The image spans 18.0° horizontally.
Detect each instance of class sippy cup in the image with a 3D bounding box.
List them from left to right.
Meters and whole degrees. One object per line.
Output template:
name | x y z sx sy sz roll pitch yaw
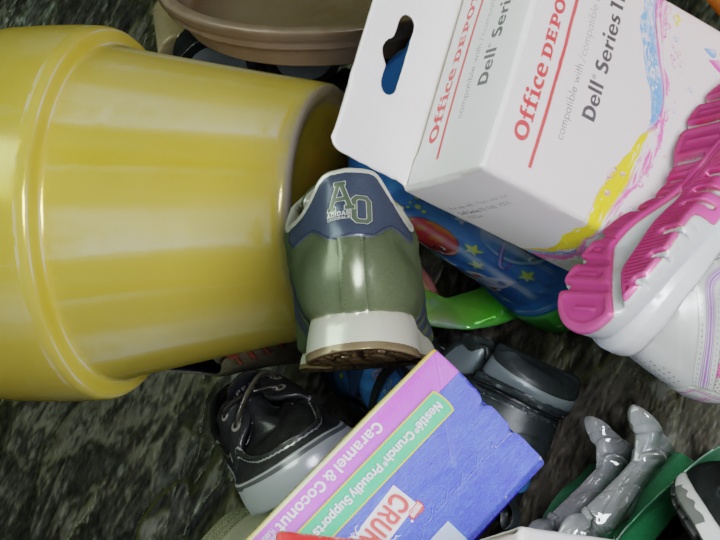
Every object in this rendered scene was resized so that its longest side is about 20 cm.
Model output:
sippy cup | 0.069 -0.054 1.137 0.140 0.130 0.178 14 80 63

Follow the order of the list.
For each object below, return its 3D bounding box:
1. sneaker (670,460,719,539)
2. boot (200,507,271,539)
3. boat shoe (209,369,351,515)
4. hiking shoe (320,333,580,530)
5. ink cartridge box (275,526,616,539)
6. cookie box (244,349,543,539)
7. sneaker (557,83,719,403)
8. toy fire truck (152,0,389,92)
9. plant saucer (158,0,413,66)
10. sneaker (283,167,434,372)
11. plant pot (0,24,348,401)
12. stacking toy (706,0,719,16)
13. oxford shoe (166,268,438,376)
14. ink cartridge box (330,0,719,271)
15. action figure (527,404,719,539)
sneaker | 0.188 0.118 0.869 0.088 0.076 0.200 -32 23 1
boot | -0.056 0.206 1.214 0.155 0.072 0.200 -22 43 53
boat shoe | -0.050 0.085 1.250 0.070 0.066 0.200 -33 5 -5
hiking shoe | 0.028 0.075 1.168 0.200 0.074 0.087 6 73 62
ink cartridge box | 0.056 0.198 0.858 0.045 0.176 0.200 -29 57 52
cookie box | -0.018 0.144 1.046 0.171 0.075 0.200 -44 -6 -23
sneaker | 0.175 -0.023 0.979 0.200 0.088 0.081 -48 18 -14
toy fire truck | -0.018 -0.080 1.335 0.129 0.176 0.200 -104 3 -51
plant saucer | -0.009 -0.154 1.216 0.200 0.200 0.030 -124 24 -60
sneaker | 0.000 0.000 1.055 0.200 0.067 0.090 86 179 -86
plant pot | -0.101 -0.030 1.193 0.189 0.201 0.201 0 62 20
stacking toy | 0.152 -0.197 1.021 0.146 0.200 0.146 -44 30 35
oxford shoe | -0.048 0.033 1.287 0.200 0.071 0.075 -9 24 34
ink cartridge box | 0.096 -0.069 1.020 0.067 0.200 0.117 -11 59 58
action figure | 0.067 0.146 0.987 0.200 0.055 0.118 -51 8 -23
